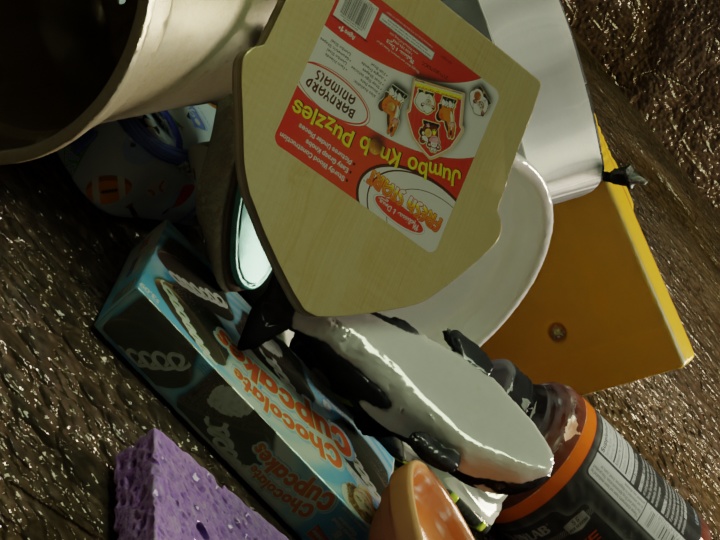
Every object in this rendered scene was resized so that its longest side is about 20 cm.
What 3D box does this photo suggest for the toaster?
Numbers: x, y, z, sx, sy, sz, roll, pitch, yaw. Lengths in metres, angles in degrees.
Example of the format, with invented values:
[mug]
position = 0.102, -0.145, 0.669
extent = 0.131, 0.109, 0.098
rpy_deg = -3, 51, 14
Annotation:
[toaster]
position = 0.065, -0.114, 1.499
extent = 0.118, 0.199, 0.182
rpy_deg = -22, 96, -54

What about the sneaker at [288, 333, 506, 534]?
[sneaker]
position = 0.029, 0.081, 1.341
extent = 0.075, 0.077, 0.200
rpy_deg = 17, -23, 49

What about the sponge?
[sponge]
position = -0.042, 0.171, 1.062
extent = 0.200, 0.030, 0.112
rpy_deg = 44, 18, -27

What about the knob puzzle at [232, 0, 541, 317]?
[knob puzzle]
position = 0.001, -0.065, 1.222
extent = 0.219, 0.221, 0.030
rpy_deg = 42, -25, -27

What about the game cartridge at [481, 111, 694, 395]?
[game cartridge]
position = 0.131, -0.003, 1.588
extent = 0.032, 0.175, 0.201
rpy_deg = -31, 100, -54

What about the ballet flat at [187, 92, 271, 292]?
[ballet flat]
position = -0.068, -0.083, 1.276
extent = 0.067, 0.062, 0.202
rpy_deg = 31, 68, -56

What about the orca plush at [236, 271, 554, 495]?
[orca plush]
position = 0.012, 0.079, 1.240
extent = 0.199, 0.071, 0.106
rpy_deg = 23, 41, -26

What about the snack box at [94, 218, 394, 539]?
[snack box]
position = -0.060, 0.070, 1.226
extent = 0.200, 0.037, 0.116
rpy_deg = 47, 16, -12

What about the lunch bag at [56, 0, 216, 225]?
[lunch bag]
position = -0.152, -0.117, 1.339
extent = 0.201, 0.075, 0.160
rpy_deg = 55, 18, 20

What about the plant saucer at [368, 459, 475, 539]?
[plant saucer]
position = 0.053, 0.200, 1.162
extent = 0.200, 0.037, 0.201
rpy_deg = -23, 90, -82

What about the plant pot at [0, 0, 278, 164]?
[plant pot]
position = -0.139, -0.158, 1.173
extent = 0.201, 0.200, 0.183
rpy_deg = 55, 26, 17

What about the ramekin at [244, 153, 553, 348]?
[ramekin]
position = 0.012, -0.023, 1.364
extent = 0.200, 0.201, 0.098
rpy_deg = 30, 17, -51

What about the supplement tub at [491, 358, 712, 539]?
[supplement tub]
position = 0.141, 0.150, 1.479
extent = 0.200, 0.107, 0.107
rpy_deg = 44, 17, -19
